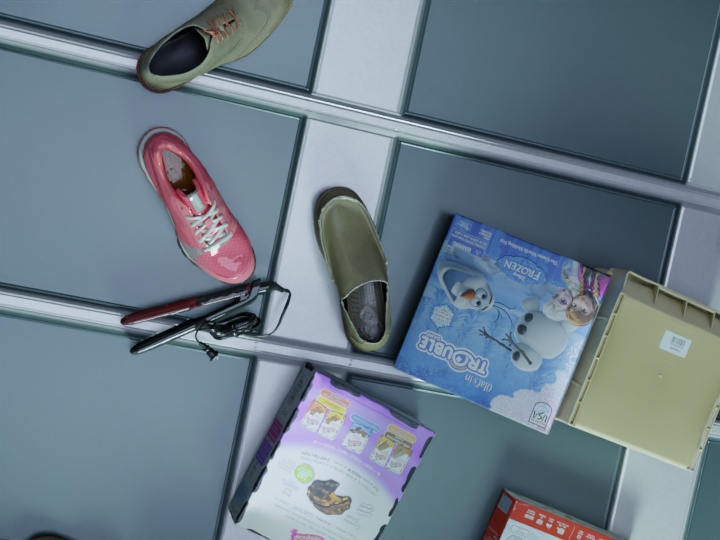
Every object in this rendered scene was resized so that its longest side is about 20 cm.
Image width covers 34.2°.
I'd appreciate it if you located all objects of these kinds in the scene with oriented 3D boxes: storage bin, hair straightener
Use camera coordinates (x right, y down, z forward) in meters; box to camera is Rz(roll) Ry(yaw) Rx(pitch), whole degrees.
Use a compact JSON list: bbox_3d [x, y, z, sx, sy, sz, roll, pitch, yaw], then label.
[{"bbox_3d":[0.343,0.119,1.437,0.199,0.094,0.200,22,90,-21],"label":"storage bin"},{"bbox_3d":[-0.171,0.063,1.349,0.199,0.041,0.078,-17,100,-16],"label":"hair straightener"}]

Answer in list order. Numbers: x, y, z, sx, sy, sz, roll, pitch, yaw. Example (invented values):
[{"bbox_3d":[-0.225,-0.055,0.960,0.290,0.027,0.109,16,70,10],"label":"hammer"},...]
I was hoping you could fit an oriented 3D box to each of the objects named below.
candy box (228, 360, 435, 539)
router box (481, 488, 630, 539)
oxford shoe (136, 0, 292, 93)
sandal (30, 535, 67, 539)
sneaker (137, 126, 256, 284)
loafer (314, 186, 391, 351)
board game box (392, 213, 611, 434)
[{"bbox_3d":[-0.035,0.236,1.378,0.167,0.072,0.201,29,88,-15],"label":"candy box"},{"bbox_3d":[0.236,0.396,1.474,0.199,0.049,0.181,23,90,-15],"label":"router box"},{"bbox_3d":[-0.154,-0.259,1.293,0.200,0.075,0.071,-38,102,-8],"label":"oxford shoe"},{"bbox_3d":[-0.295,0.362,1.337,0.199,0.054,0.081,24,90,-15],"label":"sandal"},{"bbox_3d":[-0.184,-0.066,1.301,0.073,0.087,0.201,-34,103,-7],"label":"sneaker"},{"bbox_3d":[0.000,0.000,1.363,0.076,0.067,0.202,-19,100,-11],"label":"loafer"},{"bbox_3d":[0.167,0.062,1.385,0.199,0.043,0.200,22,91,10],"label":"board game box"}]
